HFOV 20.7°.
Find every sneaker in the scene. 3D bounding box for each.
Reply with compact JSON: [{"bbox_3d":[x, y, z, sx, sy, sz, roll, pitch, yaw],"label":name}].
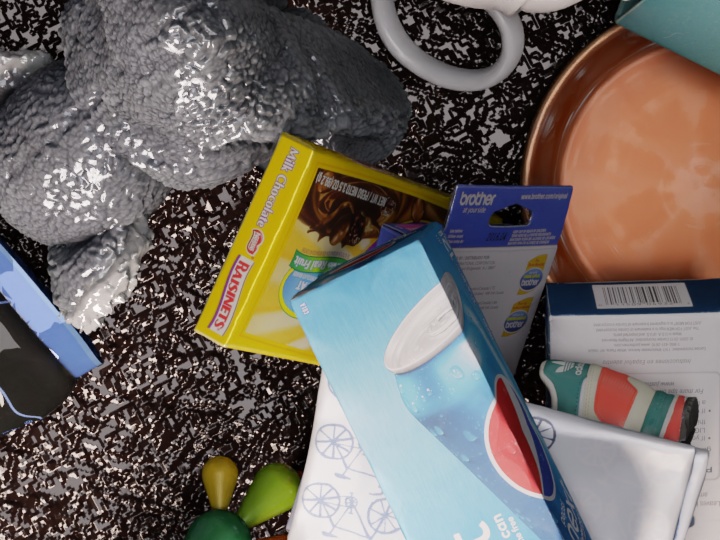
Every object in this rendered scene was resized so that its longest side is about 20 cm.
[{"bbox_3d":[0.093,0.135,0.990,0.093,0.070,0.200,25,108,10],"label":"sneaker"},{"bbox_3d":[-0.224,-0.002,1.022,0.078,0.070,0.200,-40,97,-3],"label":"sneaker"}]

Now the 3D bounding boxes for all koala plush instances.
[{"bbox_3d":[-0.113,-0.082,0.979,0.200,0.184,0.178,-34,86,21],"label":"koala plush"}]

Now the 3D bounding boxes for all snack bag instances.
[{"bbox_3d":[0.052,0.154,0.952,0.188,0.021,0.200,15,104,6],"label":"snack bag"}]

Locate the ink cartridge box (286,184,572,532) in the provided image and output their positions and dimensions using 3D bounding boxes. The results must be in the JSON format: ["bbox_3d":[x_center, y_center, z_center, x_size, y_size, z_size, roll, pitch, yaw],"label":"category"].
[{"bbox_3d":[0.037,0.044,1.005,0.042,0.119,0.200,29,108,32],"label":"ink cartridge box"}]

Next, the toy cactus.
[{"bbox_3d":[-0.106,0.167,1.007,0.200,0.165,0.102,-38,77,-3],"label":"toy cactus"}]

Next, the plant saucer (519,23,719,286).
[{"bbox_3d":[0.184,-0.045,1.057,0.200,0.032,0.201,0,96,-2],"label":"plant saucer"}]

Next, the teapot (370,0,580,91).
[{"bbox_3d":[0.088,-0.189,0.958,0.197,0.200,0.146,-40,92,-3],"label":"teapot"}]

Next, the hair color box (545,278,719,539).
[{"bbox_3d":[0.147,0.108,1.037,0.100,0.061,0.200,-1,107,4],"label":"hair color box"}]

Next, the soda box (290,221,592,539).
[{"bbox_3d":[0.045,0.083,0.897,0.068,0.064,0.200,-25,94,13],"label":"soda box"}]

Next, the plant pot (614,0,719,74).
[{"bbox_3d":[0.261,-0.152,0.981,0.200,0.141,0.141,30,68,-12],"label":"plant pot"}]

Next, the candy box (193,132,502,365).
[{"bbox_3d":[0.000,0.000,0.982,0.026,0.200,0.102,30,98,30],"label":"candy box"}]
